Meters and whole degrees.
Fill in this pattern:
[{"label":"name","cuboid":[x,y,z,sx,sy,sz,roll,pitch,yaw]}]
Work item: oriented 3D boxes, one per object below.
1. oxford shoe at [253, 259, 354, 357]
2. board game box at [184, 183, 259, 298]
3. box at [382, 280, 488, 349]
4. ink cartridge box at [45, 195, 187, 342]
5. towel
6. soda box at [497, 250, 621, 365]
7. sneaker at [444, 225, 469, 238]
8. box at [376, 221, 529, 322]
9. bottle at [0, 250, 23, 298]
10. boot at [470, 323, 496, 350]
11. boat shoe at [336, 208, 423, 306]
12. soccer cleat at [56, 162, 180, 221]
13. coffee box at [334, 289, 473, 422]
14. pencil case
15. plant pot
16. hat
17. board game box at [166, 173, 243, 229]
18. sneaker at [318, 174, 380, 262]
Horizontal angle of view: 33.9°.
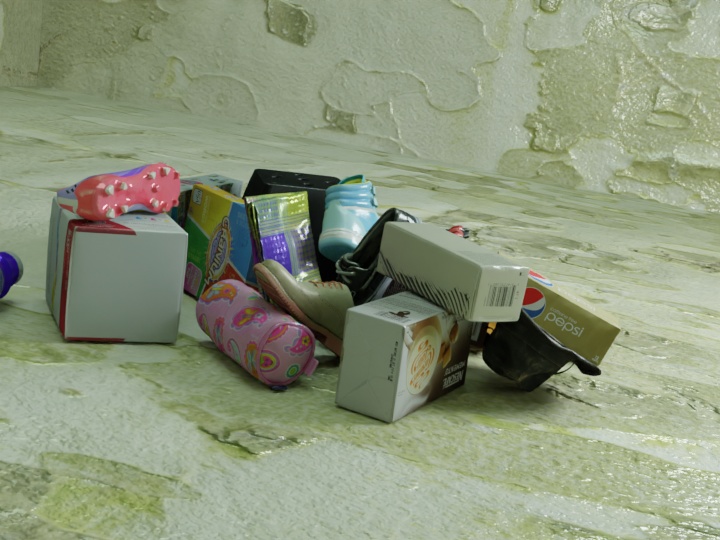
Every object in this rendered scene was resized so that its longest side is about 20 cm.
[{"label":"oxford shoe","cuboid":[-0.057,0.034,1.453,0.071,0.074,0.200,36,-6,45]},{"label":"board game box","cuboid":[-0.190,-0.027,1.667,0.040,0.154,0.199,6,11,-36]},{"label":"box","cuboid":[0.072,0.046,1.592,0.199,0.076,0.100,9,-10,46]},{"label":"ink cartridge box","cuboid":[-0.319,-0.006,1.518,0.144,0.146,0.200,2,13,-23]},{"label":"towel","cuboid":[-0.092,-0.004,1.566,0.023,0.202,0.143,-10,1,31]},{"label":"soda box","cuboid":[0.265,0.053,1.666,0.199,0.064,0.068,29,15,1]},{"label":"sneaker","cuboid":[0.113,-0.011,1.704,0.097,0.071,0.201,-5,18,6]},{"label":"box","cuboid":[0.108,-0.001,1.425,0.082,0.069,0.200,2,15,-33]},{"label":"bottle","cuboid":[-0.485,0.016,1.462,0.065,0.084,0.200,10,12,10]},{"label":"boot","cuboid":[0.130,0.057,1.693,0.200,0.071,0.144,20,16,28]},{"label":"boat shoe","cuboid":[0.000,0.000,1.541,0.071,0.201,0.072,34,4,-38]},{"label":"soccer cleat","cuboid":[-0.295,-0.100,1.478,0.076,0.067,0.200,9,14,20]},{"label":"coffee box","cuboid":[0.057,0.093,1.392,0.079,0.115,0.200,15,13,26]},{"label":"pencil case","cuboid":[-0.128,0.075,1.433,0.087,0.088,0.200,0,15,-32]},{"label":"plant pot","cuboid":[-0.096,-0.051,1.784,0.198,0.179,0.200,6,13,-14]},{"label":"hat","cuboid":[0.201,0.102,1.470,0.200,0.081,0.201,38,-1,1]},{"label":"board game box","cuboid":[-0.264,-0.064,1.803,0.064,0.149,0.200,16,15,23]},{"label":"sneaker","cuboid":[0.015,-0.062,1.686,0.079,0.132,0.200,-9,-23,28]}]
